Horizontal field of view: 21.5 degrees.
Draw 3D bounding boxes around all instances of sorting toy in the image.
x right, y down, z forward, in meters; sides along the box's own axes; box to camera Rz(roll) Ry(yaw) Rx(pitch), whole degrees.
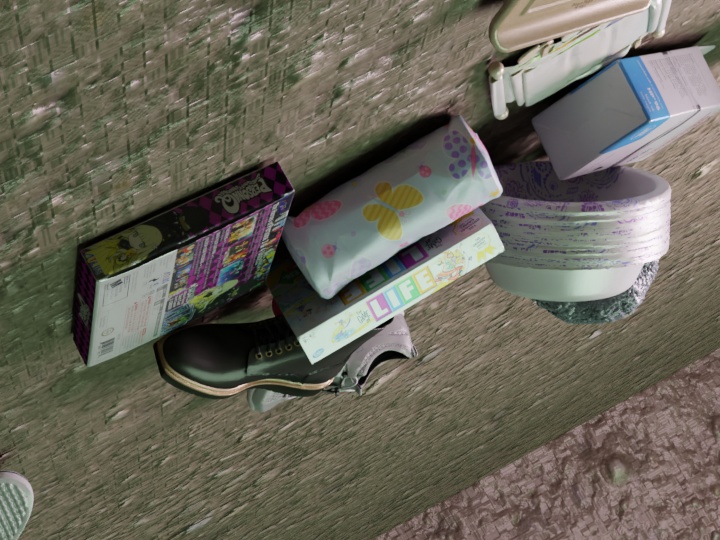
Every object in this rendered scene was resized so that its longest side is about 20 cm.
[{"bbox_3d":[0.199,-0.258,1.449,0.184,0.037,0.200,-20,157,-34],"label":"sorting toy"}]

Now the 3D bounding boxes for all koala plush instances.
[{"bbox_3d":[0.238,-0.038,1.993,0.177,0.185,0.200,-34,176,14],"label":"koala plush"}]

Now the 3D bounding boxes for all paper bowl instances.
[{"bbox_3d":[0.193,-0.035,1.798,0.199,0.105,0.201,0,-166,0],"label":"paper bowl"}]

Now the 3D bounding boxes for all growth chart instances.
[{"bbox_3d":[0.194,-0.195,1.660,0.199,0.018,0.145,-28,164,-10],"label":"growth chart"}]

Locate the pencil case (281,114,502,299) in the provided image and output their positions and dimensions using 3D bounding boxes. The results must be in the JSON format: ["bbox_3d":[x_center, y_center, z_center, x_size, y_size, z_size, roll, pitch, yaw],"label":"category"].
[{"bbox_3d":[0.026,-0.055,1.660,0.199,0.084,0.091,-31,-177,1],"label":"pencil case"}]

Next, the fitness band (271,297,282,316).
[{"bbox_3d":[0.000,0.000,1.874,0.199,0.038,0.144,-24,163,-27],"label":"fitness band"}]

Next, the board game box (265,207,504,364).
[{"bbox_3d":[0.017,-0.009,1.717,0.199,0.135,0.034,-30,122,-3],"label":"board game box"}]

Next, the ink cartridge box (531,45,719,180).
[{"bbox_3d":[0.267,-0.152,1.805,0.116,0.068,0.199,-33,169,37],"label":"ink cartridge box"}]

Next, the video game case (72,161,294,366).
[{"bbox_3d":[-0.151,-0.002,1.579,0.180,0.036,0.200,-26,164,-18],"label":"video game case"}]

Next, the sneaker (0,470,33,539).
[{"bbox_3d":[-0.396,0.262,1.887,0.200,0.078,0.080,-49,-157,16],"label":"sneaker"}]

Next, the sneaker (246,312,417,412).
[{"bbox_3d":[-0.030,0.104,2.058,0.199,0.082,0.075,-30,165,-3],"label":"sneaker"}]

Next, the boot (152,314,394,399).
[{"bbox_3d":[-0.081,0.057,1.779,0.199,0.078,0.138,0,151,-39],"label":"boot"}]
